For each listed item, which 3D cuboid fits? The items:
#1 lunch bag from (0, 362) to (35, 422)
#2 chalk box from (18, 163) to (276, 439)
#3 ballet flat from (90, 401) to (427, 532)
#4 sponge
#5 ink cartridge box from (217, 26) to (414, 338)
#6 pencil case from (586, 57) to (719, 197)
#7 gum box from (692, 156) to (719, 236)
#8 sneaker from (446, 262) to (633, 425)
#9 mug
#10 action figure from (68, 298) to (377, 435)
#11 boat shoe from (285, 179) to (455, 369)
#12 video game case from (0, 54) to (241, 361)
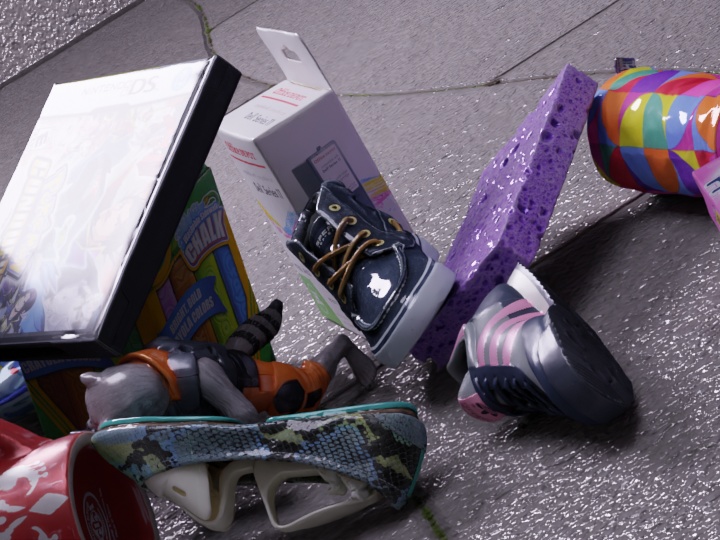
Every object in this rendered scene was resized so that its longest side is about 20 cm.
[{"bbox_3d":[-0.246,0.042,2.022,0.199,0.128,0.170,-18,0,22],"label":"lunch bag"},{"bbox_3d":[-0.160,0.008,1.840,0.124,0.201,0.124,-6,26,30],"label":"chalk box"},{"bbox_3d":[-0.061,0.113,1.540,0.199,0.075,0.074,-6,23,21],"label":"ballet flat"},{"bbox_3d":[0.091,-0.035,1.733,0.112,0.030,0.200,-51,8,40],"label":"sponge"},{"bbox_3d":[-0.032,-0.061,1.856,0.067,0.201,0.117,-33,15,-11],"label":"ink cartridge box"},{"bbox_3d":[0.213,-0.088,1.717,0.088,0.089,0.200,-33,16,-13],"label":"pencil case"},{"bbox_3d":[0.281,-0.058,1.512,0.199,0.066,0.114,-29,13,5],"label":"gum box"},{"bbox_3d":[0.095,0.060,1.518,0.082,0.070,0.200,-46,11,6],"label":"sneaker"},{"bbox_3d":[-0.236,0.159,1.601,0.199,0.178,0.134,-20,28,19],"label":"mug"},{"bbox_3d":[-0.113,0.075,1.697,0.199,0.105,0.193,-5,-1,32],"label":"action figure"},{"bbox_3d":[0.000,0.000,1.709,0.071,0.091,0.200,-56,8,6],"label":"boat shoe"},{"bbox_3d":[-0.171,-0.036,1.721,0.180,0.025,0.201,-4,57,49],"label":"video game case"}]
